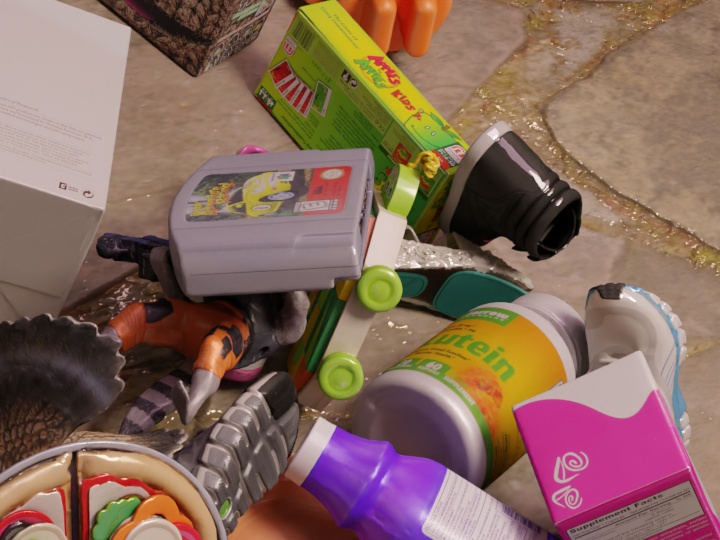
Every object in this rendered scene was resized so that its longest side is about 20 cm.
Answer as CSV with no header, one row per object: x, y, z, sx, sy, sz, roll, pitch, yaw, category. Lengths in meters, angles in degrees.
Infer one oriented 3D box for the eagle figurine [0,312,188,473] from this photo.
-0.212,0.125,1.087,0.151,0.152,0.200,41,75,-14,eagle figurine

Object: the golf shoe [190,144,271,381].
-0.092,-0.010,1.373,0.075,0.092,0.201,14,44,-22,golf shoe

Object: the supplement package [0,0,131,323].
-0.279,-0.088,1.284,0.190,0.147,0.201,18,41,-16,supplement package

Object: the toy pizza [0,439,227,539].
-0.159,0.195,1.049,0.199,0.201,0.032,0,14,-33,toy pizza

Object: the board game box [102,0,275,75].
-0.136,-0.298,1.553,0.159,0.200,0.097,38,40,8,board game box

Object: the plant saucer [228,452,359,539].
-0.023,0.213,1.230,0.199,0.038,0.201,18,41,-16,plant saucer

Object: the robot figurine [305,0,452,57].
0.019,-0.286,1.709,0.117,0.143,0.201,45,24,-44,robot figurine

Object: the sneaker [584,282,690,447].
0.207,0.099,1.398,0.075,0.201,0.087,4,42,29,sneaker

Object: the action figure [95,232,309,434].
-0.118,0.036,1.257,0.199,0.105,0.193,10,24,36,action figure

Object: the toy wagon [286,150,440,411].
0.000,0.000,1.331,0.039,0.201,0.155,21,15,-11,toy wagon

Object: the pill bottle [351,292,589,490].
0.091,0.090,1.372,0.111,0.111,0.200,43,40,13,pill bottle

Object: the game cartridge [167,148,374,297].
-0.061,-0.037,1.238,0.132,0.041,0.200,-7,21,6,game cartridge

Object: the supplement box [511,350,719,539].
0.191,0.161,1.290,0.103,0.200,0.102,-23,51,7,supplement box

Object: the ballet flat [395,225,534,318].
0.054,-0.007,1.474,0.199,0.072,0.072,10,44,-27,ballet flat

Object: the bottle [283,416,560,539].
0.044,0.170,1.237,0.199,0.065,0.084,32,34,-1,bottle

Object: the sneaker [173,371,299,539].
-0.125,0.130,1.190,0.115,0.075,0.200,8,41,25,sneaker

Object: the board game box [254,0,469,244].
0.004,-0.120,1.539,0.047,0.102,0.200,-20,62,-44,board game box

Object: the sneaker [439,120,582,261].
0.123,-0.038,1.483,0.071,0.200,0.099,-41,76,-14,sneaker
